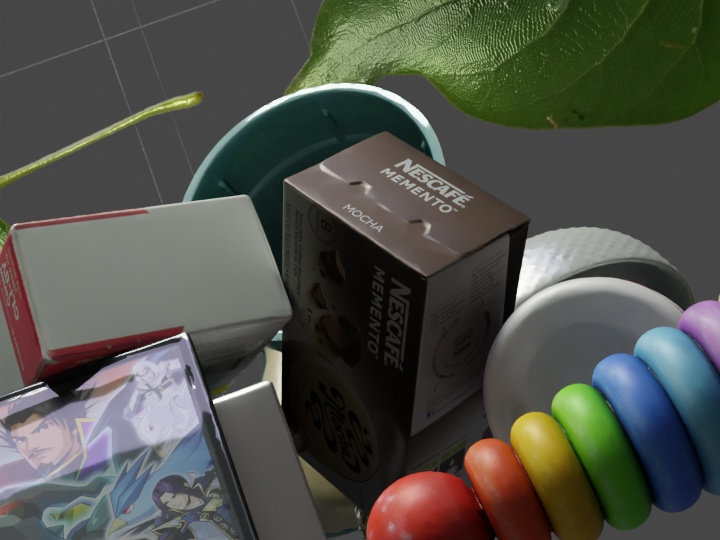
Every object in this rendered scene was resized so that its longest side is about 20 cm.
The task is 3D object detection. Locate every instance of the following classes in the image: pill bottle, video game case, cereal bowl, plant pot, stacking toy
[{"bbox_3d":[0.139,0.062,0.707,0.113,0.113,0.200,-22,-7,14],"label":"pill bottle"},{"bbox_3d":[-0.152,0.129,0.589,0.200,0.181,0.026,-20,-43,-7],"label":"video game case"},{"bbox_3d":[0.126,0.049,0.880,0.200,0.083,0.200,-17,-47,-19],"label":"cereal bowl"},{"bbox_3d":[0.000,0.000,0.932,0.200,0.200,0.196,-22,-34,14],"label":"plant pot"},{"bbox_3d":[0.095,0.078,0.527,0.200,0.085,0.085,-25,-7,-1],"label":"stacking toy"}]

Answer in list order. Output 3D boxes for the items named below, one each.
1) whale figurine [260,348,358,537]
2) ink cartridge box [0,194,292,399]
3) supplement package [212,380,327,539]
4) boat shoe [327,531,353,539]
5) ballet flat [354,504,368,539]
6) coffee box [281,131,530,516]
[{"bbox_3d":[-0.044,0.123,1.048,0.159,0.200,0.104,-9,-25,-25],"label":"whale figurine"},{"bbox_3d":[-0.150,0.044,0.757,0.145,0.083,0.200,-11,-21,-31],"label":"ink cartridge box"},{"bbox_3d":[-0.091,0.146,0.736,0.121,0.120,0.200,-19,-7,-8],"label":"supplement package"},{"bbox_3d":[-0.068,0.214,1.139,0.202,0.075,0.086,-19,-6,13],"label":"boat shoe"},{"bbox_3d":[0.025,0.153,0.879,0.076,0.064,0.200,-18,-7,-14],"label":"ballet flat"},{"bbox_3d":[0.019,0.039,0.724,0.080,0.113,0.200,-28,-41,-34],"label":"coffee box"}]
